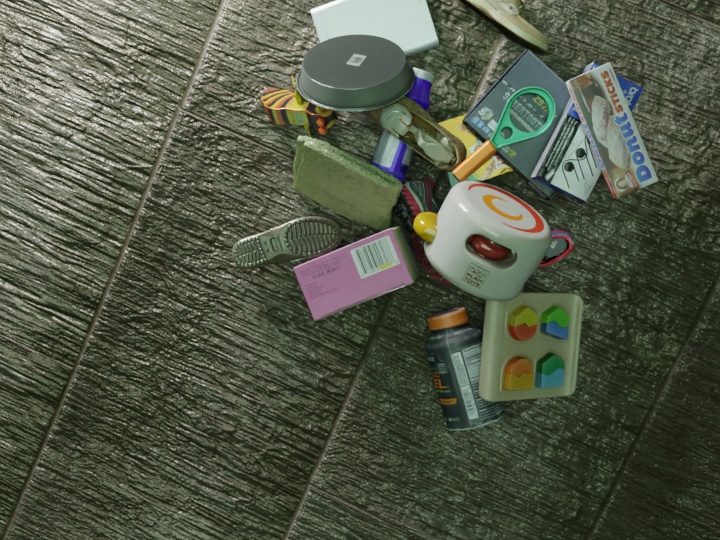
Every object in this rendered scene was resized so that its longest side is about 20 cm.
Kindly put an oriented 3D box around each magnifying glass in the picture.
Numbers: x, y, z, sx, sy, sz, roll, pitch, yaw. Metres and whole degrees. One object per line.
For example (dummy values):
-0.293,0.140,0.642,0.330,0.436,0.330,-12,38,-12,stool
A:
0.232,-0.218,1.412,0.200,0.022,0.080,-41,90,9,magnifying glass

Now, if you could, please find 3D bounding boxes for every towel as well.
-0.027,-0.152,1.512,0.200,0.148,0.037,26,59,5,towel

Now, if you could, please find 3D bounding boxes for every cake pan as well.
-0.009,-0.334,1.444,0.200,0.201,0.037,3,135,7,cake pan

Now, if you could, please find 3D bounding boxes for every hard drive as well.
0.025,-0.430,1.534,0.199,0.026,0.132,-17,92,9,hard drive

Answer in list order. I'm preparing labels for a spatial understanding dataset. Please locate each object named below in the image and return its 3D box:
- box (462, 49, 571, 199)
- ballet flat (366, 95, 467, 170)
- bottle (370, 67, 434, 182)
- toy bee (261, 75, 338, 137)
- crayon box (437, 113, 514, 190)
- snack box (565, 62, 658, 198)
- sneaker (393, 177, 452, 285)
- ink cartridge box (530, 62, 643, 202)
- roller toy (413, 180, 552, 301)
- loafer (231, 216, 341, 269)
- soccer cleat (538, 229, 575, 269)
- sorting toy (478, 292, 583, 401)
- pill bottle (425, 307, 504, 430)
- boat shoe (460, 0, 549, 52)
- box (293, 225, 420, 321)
0.293,-0.241,1.442,0.200,0.051,0.158,43,94,0,box
0.092,-0.232,1.435,0.200,0.065,0.071,30,117,-7,ballet flat
0.074,-0.250,1.511,0.065,0.084,0.201,19,97,6,bottle
-0.084,-0.283,1.506,0.200,0.109,0.131,-18,130,29,toy bee
0.235,-0.223,1.504,0.199,0.058,0.119,-17,92,7,crayon box
0.393,-0.218,1.358,0.072,0.024,0.200,-24,95,0,snack box
0.130,-0.067,1.523,0.075,0.081,0.200,-28,99,-21,sneaker
0.362,-0.219,1.392,0.094,0.044,0.200,27,94,-1,ink cartridge box
0.201,-0.044,1.407,0.183,0.200,0.140,51,126,38,roller toy
-0.133,-0.051,1.562,0.199,0.068,0.076,-12,94,-8,loafer
0.277,-0.017,1.505,0.200,0.076,0.067,-23,91,8,soccer cleat
0.298,0.131,1.487,0.199,0.036,0.186,2,95,-28,sorting toy
0.176,0.168,1.516,0.106,0.106,0.201,-16,91,8,pill bottle
0.249,-0.448,1.484,0.200,0.072,0.065,39,99,9,boat shoe
0.000,0.000,1.479,0.175,0.200,0.097,-22,91,9,box
